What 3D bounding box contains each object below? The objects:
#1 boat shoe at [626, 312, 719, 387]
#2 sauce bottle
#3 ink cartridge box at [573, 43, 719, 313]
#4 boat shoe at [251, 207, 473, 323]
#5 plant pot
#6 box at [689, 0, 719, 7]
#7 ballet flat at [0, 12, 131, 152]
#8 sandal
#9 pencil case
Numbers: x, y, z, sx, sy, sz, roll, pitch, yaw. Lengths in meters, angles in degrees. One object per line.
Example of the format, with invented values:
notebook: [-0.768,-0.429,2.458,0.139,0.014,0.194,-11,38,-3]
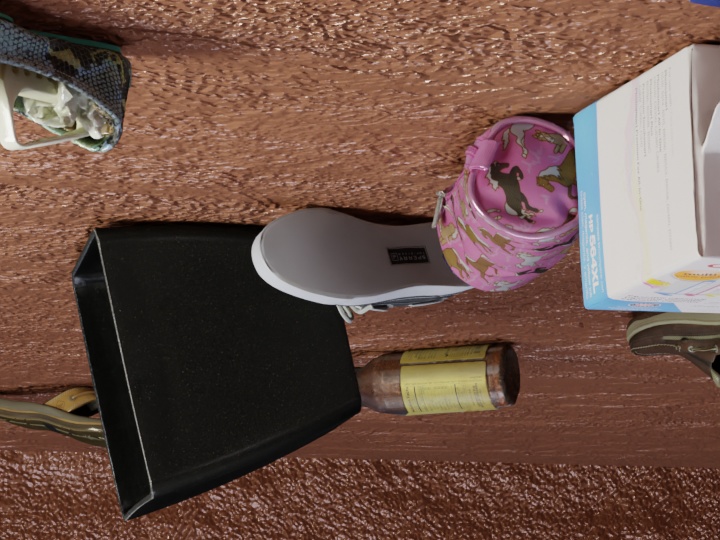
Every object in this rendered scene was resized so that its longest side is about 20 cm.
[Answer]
boat shoe: [0.312,0.067,2.464,0.074,0.075,0.202,6,168,-37]
sauce bottle: [0.053,0.107,2.700,0.199,0.066,0.066,-3,170,23]
ink cartridge box: [0.221,-0.052,1.635,0.128,0.126,0.200,2,170,-17]
boat shoe: [-0.001,-0.003,2.035,0.199,0.074,0.068,-6,160,-36]
plant pot: [-0.106,0.067,2.111,0.177,0.201,0.200,-10,172,-12]
box: [0.282,-0.130,1.477,0.199,0.033,0.121,8,167,-37]
ballet flat: [-0.193,-0.100,1.467,0.074,0.075,0.200,-10,167,41]
sandal: [-0.300,0.146,2.916,0.199,0.054,0.080,12,167,11]
pencil case: [0.098,-0.041,1.804,0.086,0.083,0.200,-11,172,-7]
